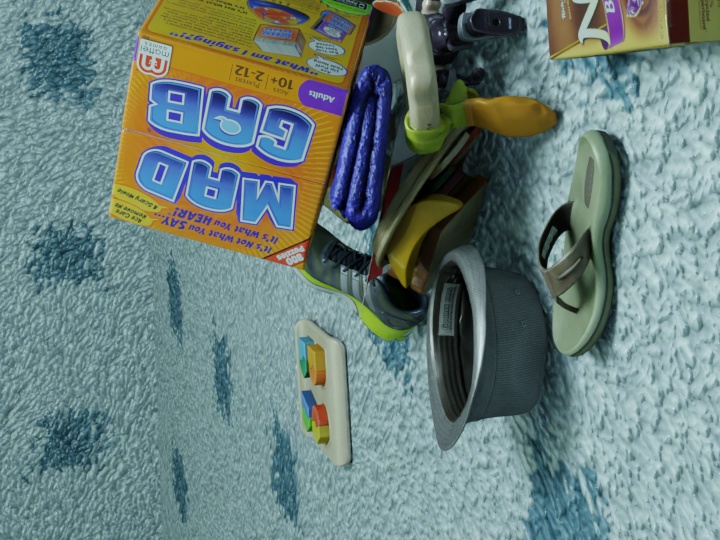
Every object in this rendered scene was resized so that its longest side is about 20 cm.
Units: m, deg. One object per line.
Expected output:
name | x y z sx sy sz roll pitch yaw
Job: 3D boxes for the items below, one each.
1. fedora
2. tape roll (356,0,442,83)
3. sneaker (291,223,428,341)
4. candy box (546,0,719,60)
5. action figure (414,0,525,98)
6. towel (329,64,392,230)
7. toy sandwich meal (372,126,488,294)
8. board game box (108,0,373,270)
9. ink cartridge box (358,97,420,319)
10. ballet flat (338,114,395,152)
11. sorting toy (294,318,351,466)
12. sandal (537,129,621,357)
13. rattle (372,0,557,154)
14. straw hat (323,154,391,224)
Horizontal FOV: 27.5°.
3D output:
fedora | 0.125 0.074 1.414 0.178 0.089 0.201 109 161 -48
tape roll | -0.025 -0.285 1.606 0.139 0.201 0.205 168 96 -72
sneaker | 0.000 0.000 1.707 0.081 0.199 0.074 -36 24 52
candy box | 0.205 -0.225 1.123 0.200 0.056 0.118 -165 69 -73
action figure | 0.095 -0.240 1.464 0.200 0.069 0.131 158 99 -76
towel | 0.000 -0.115 1.417 0.200 0.049 0.149 178 97 -89
toy sandwich meal | 0.082 -0.065 1.467 0.070 0.205 0.206 35 148 8
board game box | -0.114 -0.158 1.439 0.200 0.198 0.201 -77 2 -57
ink cartridge box | 0.044 -0.065 1.587 0.201 0.050 0.162 -80 0 -49
ballet flat | -0.058 -0.157 1.605 0.198 0.063 0.069 -5 79 30
sorting toy | -0.063 0.176 2.153 0.200 0.036 0.187 -158 64 -71
sandal | 0.180 -0.024 1.262 0.080 0.057 0.203 -129 37 -61
rattle | 0.090 -0.208 1.380 0.201 0.142 0.131 -94 -20 -50
straw hat | -0.005 -0.107 1.722 0.085 0.201 0.201 44 151 11
